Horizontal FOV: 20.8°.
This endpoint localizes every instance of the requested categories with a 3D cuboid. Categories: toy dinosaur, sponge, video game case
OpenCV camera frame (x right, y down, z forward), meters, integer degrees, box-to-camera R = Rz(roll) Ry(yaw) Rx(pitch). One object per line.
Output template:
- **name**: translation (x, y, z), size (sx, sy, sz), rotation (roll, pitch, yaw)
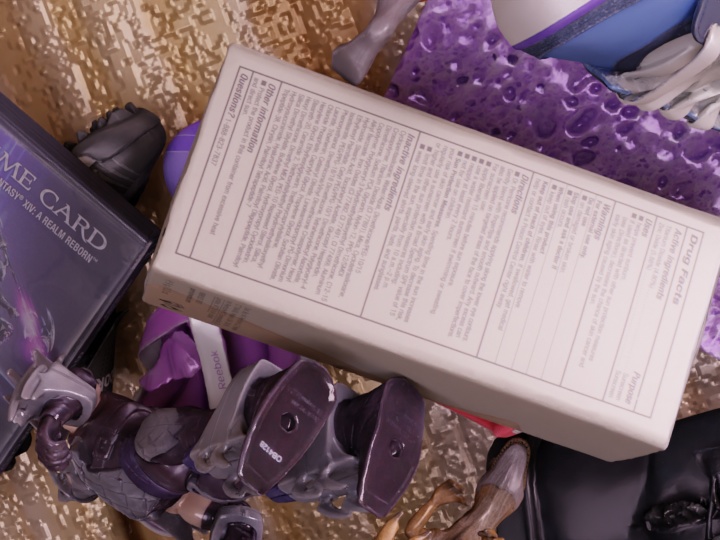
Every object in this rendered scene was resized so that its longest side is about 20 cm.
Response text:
- **toy dinosaur**: translation (-0.004, 0.136, 0.761), size (0.200, 0.106, 0.060), rotation (-28, 87, -13)
- **sponge**: translation (0.106, -0.049, 0.804), size (0.200, 0.030, 0.112), rotation (29, 109, 6)
- **video game case**: translation (-0.189, 0.013, 0.841), size (0.143, 0.019, 0.200), rotation (40, 115, 6)

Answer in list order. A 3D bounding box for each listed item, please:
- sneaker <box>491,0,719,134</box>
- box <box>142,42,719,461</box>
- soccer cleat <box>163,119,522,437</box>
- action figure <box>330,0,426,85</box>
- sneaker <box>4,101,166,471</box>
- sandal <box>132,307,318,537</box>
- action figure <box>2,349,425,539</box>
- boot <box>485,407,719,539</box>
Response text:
- **sneaker**: translation (0.148, -0.061, 0.693), size (0.081, 0.200, 0.147), rotation (-25, 86, 50)
- **box**: translation (0.027, -0.003, 0.740), size (0.200, 0.078, 0.095), rotation (21, 77, -5)
- **soccer cleat**: translation (0.000, 0.000, 0.820), size (0.200, 0.076, 0.067), rotation (34, 110, 4)
- **action figure**: translation (0.063, -0.146, 0.725), size (0.193, 0.105, 0.200), rotation (-33, 87, -19)
- **sneaker**: translation (-0.132, 0.015, 0.868), size (0.090, 0.066, 0.200), rotation (42, 114, -2)
- **sandal**: translation (-0.068, 0.048, 0.832), size (0.082, 0.050, 0.203), rotation (36, 131, 20)
- **action figure**: translation (-0.070, 0.074, 0.768), size (0.130, 0.069, 0.200), rotation (32, 152, -29)
- **boot**: translation (0.151, 0.149, 0.811), size (0.168, 0.076, 0.200), rotation (-9, 95, 26)
